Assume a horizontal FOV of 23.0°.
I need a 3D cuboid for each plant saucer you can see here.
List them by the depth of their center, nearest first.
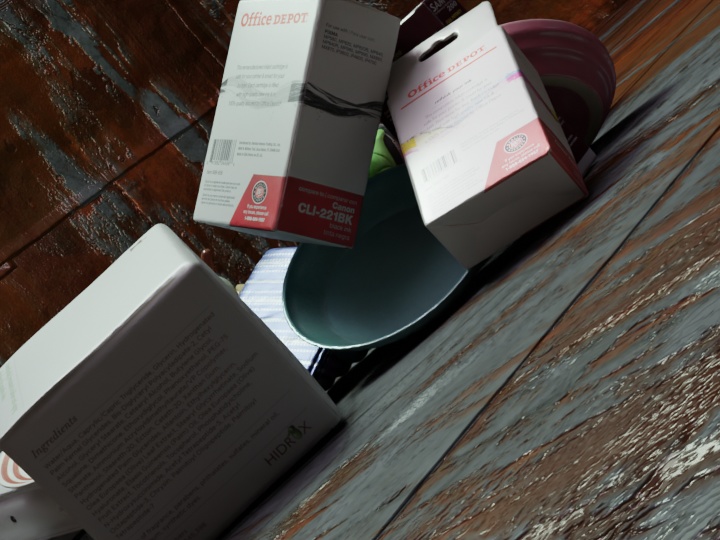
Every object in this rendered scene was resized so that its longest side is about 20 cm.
[{"bbox_3d":[0.028,-0.006,1.460,0.200,0.036,0.200,-23,41,21],"label":"plant saucer"},{"bbox_3d":[0.142,-0.140,1.611,0.201,0.200,0.051,-40,48,27],"label":"plant saucer"}]

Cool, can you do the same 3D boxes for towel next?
[{"bbox_3d":[-0.071,0.061,1.529,0.145,0.024,0.200,-1,51,42],"label":"towel"}]

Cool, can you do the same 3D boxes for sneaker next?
[{"bbox_3d":[0.042,-0.061,1.687,0.200,0.077,0.084,76,-148,-50],"label":"sneaker"}]

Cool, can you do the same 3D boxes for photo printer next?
[{"bbox_3d":[-0.261,0.177,1.630,0.200,0.069,0.166,-21,21,41],"label":"photo printer"}]

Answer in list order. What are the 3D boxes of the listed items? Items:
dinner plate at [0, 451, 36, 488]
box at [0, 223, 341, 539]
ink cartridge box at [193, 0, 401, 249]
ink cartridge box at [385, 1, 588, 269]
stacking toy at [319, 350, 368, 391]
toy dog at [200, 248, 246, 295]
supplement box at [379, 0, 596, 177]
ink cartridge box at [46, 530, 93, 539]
[{"bbox_3d":[-0.236,0.123,1.551,0.200,0.024,0.200,-34,22,16],"label":"dinner plate"},{"bbox_3d":[-0.156,0.098,1.357,0.200,0.171,0.199,-42,16,-3],"label":"box"},{"bbox_3d":[-0.055,-0.127,1.486,0.144,0.084,0.200,9,87,57],"label":"ink cartridge box"},{"bbox_3d":[0.095,-0.112,1.411,0.116,0.067,0.200,-31,43,17],"label":"ink cartridge box"},{"bbox_3d":[0.015,0.021,1.558,0.200,0.085,0.085,-37,4,17],"label":"stacking toy"},{"bbox_3d":[-0.137,0.057,1.640,0.132,0.096,0.200,-17,39,-17],"label":"toy dog"},{"bbox_3d":[0.094,-0.132,1.518,0.109,0.200,0.061,-39,5,32],"label":"supplement box"},{"bbox_3d":[-0.279,0.282,1.646,0.116,0.067,0.200,-38,5,38],"label":"ink cartridge box"}]
